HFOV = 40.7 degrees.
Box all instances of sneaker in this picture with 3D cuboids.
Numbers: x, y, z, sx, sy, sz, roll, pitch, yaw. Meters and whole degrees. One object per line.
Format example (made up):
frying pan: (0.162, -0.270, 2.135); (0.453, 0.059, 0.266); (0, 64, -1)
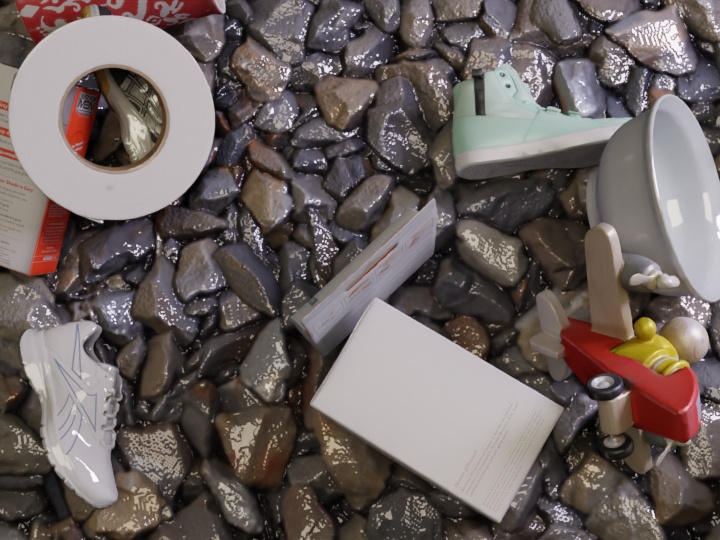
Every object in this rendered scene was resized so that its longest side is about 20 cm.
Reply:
sneaker: (0.192, -0.167, 1.004); (0.200, 0.074, 0.119); (-6, 74, 2)
sneaker: (-0.227, -0.189, 1.025); (0.087, 0.076, 0.201); (-23, 109, -10)
sneaker: (-0.277, 0.139, 0.973); (0.087, 0.075, 0.201); (-21, 76, -5)

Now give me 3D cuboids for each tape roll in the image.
tape roll: (-0.246, -0.150, 0.966); (0.202, 0.037, 0.204); (-4, 104, -18)

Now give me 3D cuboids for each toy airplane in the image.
toy airplane: (0.245, 0.077, 0.888); (0.141, 0.200, 0.200); (-18, 68, -5)

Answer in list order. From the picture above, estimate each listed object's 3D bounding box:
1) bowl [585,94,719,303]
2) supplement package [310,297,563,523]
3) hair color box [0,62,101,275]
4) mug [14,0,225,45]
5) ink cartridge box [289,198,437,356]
bowl: (0.278, -0.060, 0.933); (0.090, 0.201, 0.202); (-14, 73, 35)
supplement package: (0.071, 0.133, 0.918); (0.200, 0.121, 0.120); (30, 81, 10)
hair color box: (-0.351, -0.105, 1.013); (0.101, 0.061, 0.201); (18, 97, 8)
mug: (-0.270, -0.332, 1.047); (0.199, 0.133, 0.178); (-18, 107, 5)
ink cartridge box: (0.000, 0.000, 0.915); (0.160, 0.200, 0.047); (-43, 77, -6)
